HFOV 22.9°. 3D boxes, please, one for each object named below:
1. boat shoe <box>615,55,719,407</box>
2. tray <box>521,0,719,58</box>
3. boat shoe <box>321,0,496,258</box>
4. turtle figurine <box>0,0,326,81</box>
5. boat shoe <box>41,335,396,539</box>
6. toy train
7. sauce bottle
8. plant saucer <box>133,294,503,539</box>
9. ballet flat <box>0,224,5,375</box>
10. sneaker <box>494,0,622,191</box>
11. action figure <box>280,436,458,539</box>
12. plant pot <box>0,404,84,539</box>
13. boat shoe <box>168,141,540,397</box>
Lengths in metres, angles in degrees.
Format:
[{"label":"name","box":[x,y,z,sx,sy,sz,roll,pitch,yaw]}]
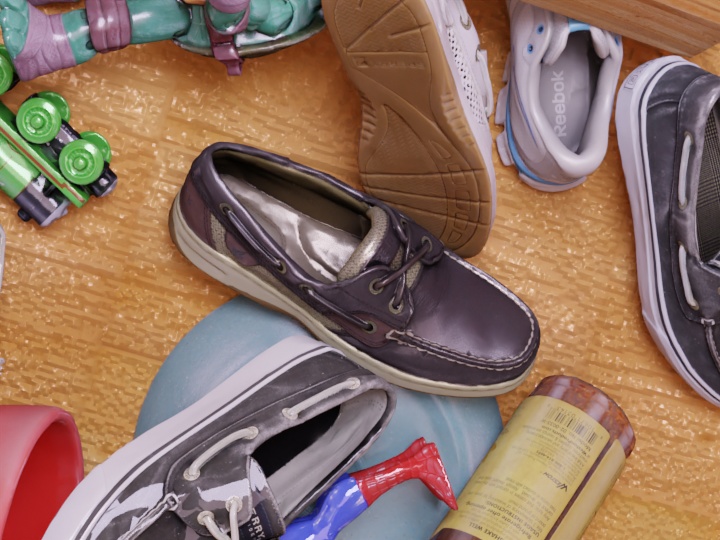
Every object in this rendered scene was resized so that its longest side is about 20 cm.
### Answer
[{"label":"boat shoe","box":[0.179,-0.008,0.889,0.072,0.071,0.201,-30,117,-15]},{"label":"tray","box":[0.093,-0.172,0.822,0.199,0.037,0.100,11,65,-37]},{"label":"boat shoe","box":[0.035,-0.088,0.853,0.070,0.201,0.070,9,52,19]},{"label":"turtle figurine","box":[-0.067,-0.143,0.839,0.198,0.150,0.102,-10,115,1]},{"label":"boat shoe","box":[-0.066,0.102,0.812,0.200,0.063,0.071,-41,133,-27]},{"label":"toy train","box":[-0.203,-0.099,0.865,0.056,0.042,0.200,-44,100,8]},{"label":"sauce bottle","box":[0.063,0.142,0.874,0.066,0.066,0.200,45,62,-10]},{"label":"plant saucer","box":[-0.018,0.104,0.911,0.198,0.036,0.202,-1,95,-8]},{"label":"ballet flat","box":[-0.204,-0.030,0.847,0.071,0.072,0.202,-4,116,-7]},{"label":"sneaker","box":[0.102,-0.139,0.879,0.074,0.087,0.202,-8,95,-5]},{"label":"action figure","box":[-0.041,0.164,0.862,0.198,0.065,0.100,-21,88,-5]},{"label":"plant pot","box":[-0.234,0.148,0.816,0.175,0.200,0.203,8,95,3]},{"label":"boat shoe","box":[0.000,0.000,0.870,0.198,0.065,0.074,23,61,-2]}]
